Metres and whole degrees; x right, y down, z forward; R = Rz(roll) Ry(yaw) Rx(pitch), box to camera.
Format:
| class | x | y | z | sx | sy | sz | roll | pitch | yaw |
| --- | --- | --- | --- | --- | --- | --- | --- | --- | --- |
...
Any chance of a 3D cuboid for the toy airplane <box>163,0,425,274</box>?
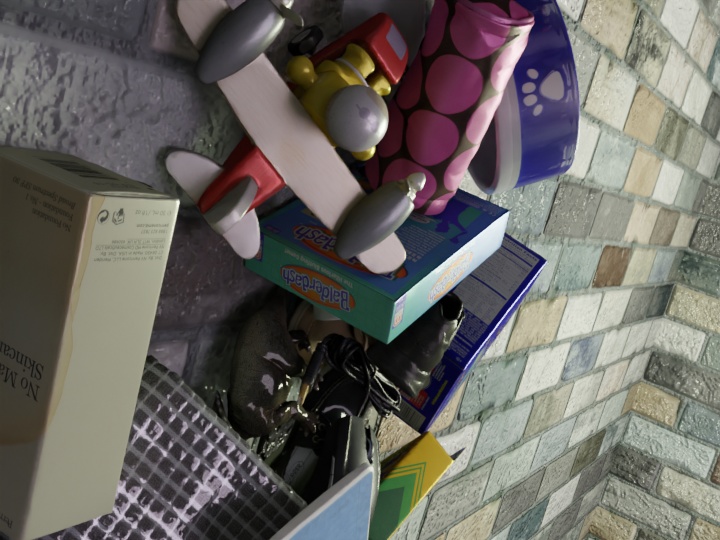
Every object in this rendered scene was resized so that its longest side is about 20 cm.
| class | x | y | z | sx | sy | sz | roll | pitch | yaw |
| --- | --- | --- | --- | --- | --- | --- | --- | --- | --- |
| toy airplane | -0.040 | -0.099 | 0.639 | 0.198 | 0.140 | 0.203 | 0 | 93 | -37 |

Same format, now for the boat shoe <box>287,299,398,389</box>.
| class | x | y | z | sx | sy | sz | roll | pitch | yaw |
| --- | --- | --- | --- | --- | --- | --- | --- | --- | --- |
| boat shoe | -0.005 | 0.079 | 0.902 | 0.075 | 0.069 | 0.200 | -65 | 150 | -5 |

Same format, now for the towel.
| class | x | y | z | sx | sy | sz | roll | pitch | yaw |
| --- | --- | --- | --- | --- | --- | --- | --- | --- | --- |
| towel | -0.138 | 0.185 | 0.637 | 0.200 | 0.085 | 0.166 | 47 | 60 | -21 |

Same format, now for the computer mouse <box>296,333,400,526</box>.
| class | x | y | z | sx | sy | sz | roll | pitch | yaw |
| --- | --- | --- | --- | --- | --- | --- | --- | --- | --- |
| computer mouse | -0.016 | 0.156 | 0.765 | 0.141 | 0.046 | 0.202 | 54 | 48 | -39 |

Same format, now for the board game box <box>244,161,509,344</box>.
| class | x | y | z | sx | sy | sz | roll | pitch | yaw |
| --- | --- | --- | --- | --- | --- | --- | --- | --- | --- |
| board game box | 0.019 | -0.029 | 0.784 | 0.199 | 0.151 | 0.046 | -34 | 143 | -46 |

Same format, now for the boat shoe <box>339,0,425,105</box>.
| class | x | y | z | sx | sy | sz | roll | pitch | yaw |
| --- | --- | --- | --- | --- | --- | --- | --- | --- | --- |
| boat shoe | 0.026 | -0.204 | 0.773 | 0.071 | 0.068 | 0.200 | -30 | 146 | 7 |

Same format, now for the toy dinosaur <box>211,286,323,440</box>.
| class | x | y | z | sx | sy | sz | roll | pitch | yaw |
| --- | --- | --- | --- | --- | --- | --- | --- | --- | --- |
| toy dinosaur | -0.080 | 0.086 | 0.764 | 0.102 | 0.076 | 0.202 | 35 | 74 | -55 |

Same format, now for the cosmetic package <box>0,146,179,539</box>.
| class | x | y | z | sx | sy | sz | roll | pitch | yaw |
| --- | --- | --- | --- | --- | --- | --- | --- | --- | --- |
| cosmetic package | -0.184 | 0.039 | 0.524 | 0.073 | 0.103 | 0.203 | -2 | 109 | -59 |

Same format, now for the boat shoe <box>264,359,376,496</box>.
| class | x | y | z | sx | sy | sz | roll | pitch | yaw |
| --- | --- | --- | --- | --- | --- | --- | --- | --- | --- |
| boat shoe | -0.040 | 0.172 | 0.851 | 0.074 | 0.066 | 0.200 | 34 | 98 | -35 |

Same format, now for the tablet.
| class | x | y | z | sx | sy | sz | roll | pitch | yaw |
| --- | --- | --- | --- | --- | --- | --- | --- | --- | --- |
| tablet | -0.038 | 0.252 | 0.678 | 0.130 | 0.014 | 0.203 | -30 | 134 | -43 |

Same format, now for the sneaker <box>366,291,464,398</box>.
| class | x | y | z | sx | sy | sz | roll | pitch | yaw |
| --- | --- | --- | --- | --- | --- | --- | --- | --- | --- |
| sneaker | 0.059 | 0.052 | 0.845 | 0.091 | 0.076 | 0.200 | -48 | -172 | 9 |

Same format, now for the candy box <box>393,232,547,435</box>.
| class | x | y | z | sx | sy | sz | roll | pitch | yaw |
| --- | --- | --- | --- | --- | --- | --- | --- | --- | --- |
| candy box | 0.120 | 0.073 | 1.062 | 0.200 | 0.077 | 0.170 | -45 | 166 | -35 |

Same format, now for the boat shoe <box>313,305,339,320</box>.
| class | x | y | z | sx | sy | sz | roll | pitch | yaw |
| --- | --- | --- | --- | --- | --- | --- | --- | --- | --- |
| boat shoe | 0.000 | 0.000 | 0.845 | 0.200 | 0.070 | 0.065 | -39 | 122 | -71 |

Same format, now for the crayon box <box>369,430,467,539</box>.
| class | x | y | z | sx | sy | sz | roll | pitch | yaw |
| --- | --- | --- | --- | --- | --- | --- | --- | --- | --- |
| crayon box | 0.027 | 0.265 | 1.043 | 0.199 | 0.052 | 0.126 | -36 | 174 | -45 |

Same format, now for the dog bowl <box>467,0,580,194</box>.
| class | x | y | z | sx | sy | sz | roll | pitch | yaw |
| --- | --- | --- | --- | --- | --- | --- | --- | --- | --- |
| dog bowl | 0.134 | -0.179 | 0.842 | 0.078 | 0.202 | 0.202 | -14 | 136 | -3 |

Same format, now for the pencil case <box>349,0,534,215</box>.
| class | x | y | z | sx | sy | sz | roll | pitch | yaw |
| --- | --- | --- | --- | --- | --- | --- | --- | --- | --- |
| pencil case | 0.065 | -0.145 | 0.735 | 0.089 | 0.094 | 0.201 | 7 | 133 | -22 |
